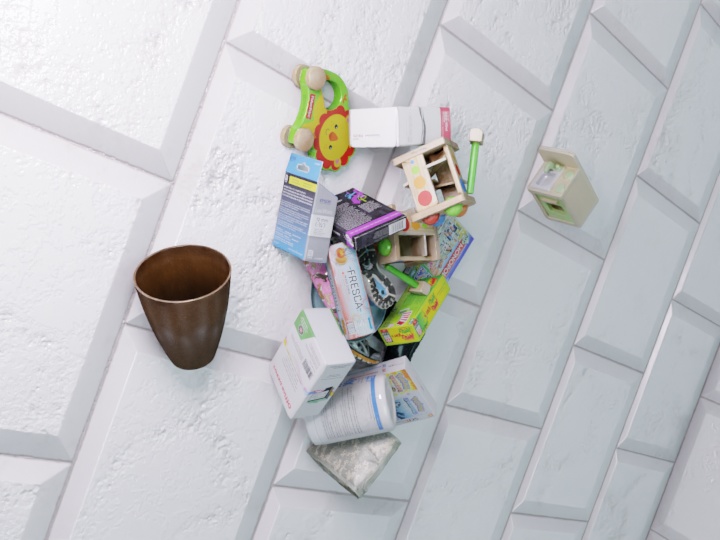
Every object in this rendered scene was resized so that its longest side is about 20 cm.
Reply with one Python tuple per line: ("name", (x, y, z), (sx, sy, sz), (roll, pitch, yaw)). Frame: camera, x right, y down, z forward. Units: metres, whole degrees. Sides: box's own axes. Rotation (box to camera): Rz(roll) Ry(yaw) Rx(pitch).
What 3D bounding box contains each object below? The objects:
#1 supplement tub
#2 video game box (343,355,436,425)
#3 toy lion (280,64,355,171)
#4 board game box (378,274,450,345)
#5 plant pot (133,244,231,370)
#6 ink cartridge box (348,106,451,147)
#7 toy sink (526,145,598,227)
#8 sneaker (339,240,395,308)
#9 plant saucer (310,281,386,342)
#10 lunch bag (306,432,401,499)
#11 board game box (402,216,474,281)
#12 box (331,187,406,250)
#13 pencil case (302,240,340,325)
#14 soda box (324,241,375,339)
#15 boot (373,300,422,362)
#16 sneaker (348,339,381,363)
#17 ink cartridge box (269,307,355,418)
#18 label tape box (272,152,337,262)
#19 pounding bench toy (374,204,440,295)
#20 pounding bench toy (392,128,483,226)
("supplement tub", (-0.022, 0.323, 1.710), (0.195, 0.133, 0.135), (-12, 118, 10))
("video game box", (0.071, 0.308, 1.816), (0.178, 0.047, 0.202), (-19, 128, 19))
("toy lion", (-0.073, -0.321, 1.582), (0.189, 0.068, 0.206), (4, 101, -46))
("board game box", (0.131, 0.093, 1.756), (0.048, 0.100, 0.201), (60, 42, -21))
("plant pot", (-0.337, 0.086, 1.439), (0.184, 0.186, 0.204), (-22, 131, -30))
("ink cartridge box", (0.088, -0.317, 1.624), (0.197, 0.143, 0.087), (-16, 107, -47))
("toy sink", (0.554, -0.230, 2.050), (0.113, 0.129, 0.200), (-51, 129, -12))
("sneaker", (0.000, 0.000, 1.667), (0.077, 0.089, 0.204), (-27, 93, -28))
("plant saucer", (-0.030, 0.065, 1.705), (0.195, 0.027, 0.206), (6, 76, -25))
("lunch bag", (-0.005, 0.442, 1.775), (0.165, 0.198, 0.118), (-48, 126, -16))
("board game box", (0.203, -0.039, 1.899), (0.134, 0.029, 0.203), (40, 79, -38))
("box", (-0.013, -0.115, 1.597), (0.141, 0.199, 0.037), (-24, 127, -28))
("pencil case", (-0.054, 0.038, 1.640), (0.085, 0.083, 0.204), (-26, 91, 1))
("soda box", (-0.026, 0.043, 1.570), (0.062, 0.068, 0.206), (-13, 90, -15))
("boot", (0.063, 0.179, 1.827), (0.167, 0.076, 0.203), (35, 82, -38))
("sneaker", (-0.025, 0.162, 1.741), (0.198, 0.078, 0.079), (31, 74, -27))
("ink cartridge box", (-0.109, 0.203, 1.603), (0.082, 0.147, 0.202), (-1, 138, -37))
("label tape box", (-0.112, -0.133, 1.549), (0.065, 0.142, 0.206), (7, 100, -37))
("pounding bench toy", (0.089, -0.040, 1.709), (0.153, 0.123, 0.206), (-2, 84, -36))
("pounding bench toy", (0.197, -0.197, 1.589), (0.124, 0.196, 0.160), (-3, 73, -68))
